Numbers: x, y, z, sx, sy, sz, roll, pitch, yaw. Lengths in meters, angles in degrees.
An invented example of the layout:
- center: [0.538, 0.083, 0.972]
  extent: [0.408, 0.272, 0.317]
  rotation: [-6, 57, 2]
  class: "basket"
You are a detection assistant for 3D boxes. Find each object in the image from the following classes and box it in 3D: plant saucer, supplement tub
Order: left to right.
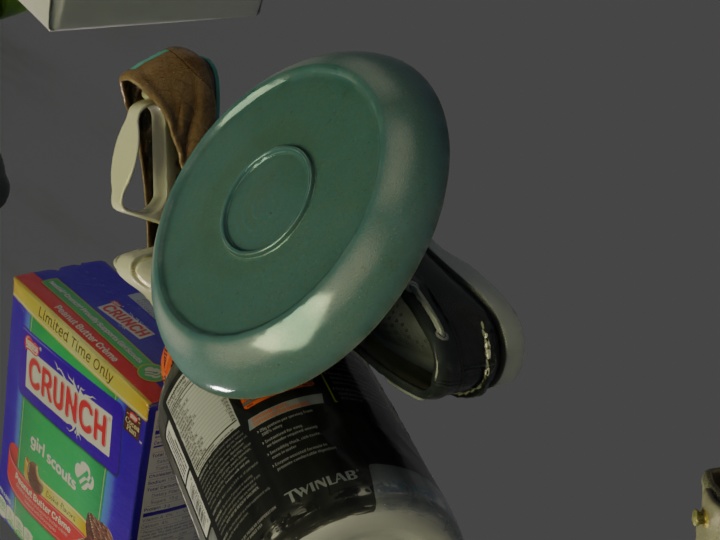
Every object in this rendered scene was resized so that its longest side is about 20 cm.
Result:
- center: [-0.042, -0.031, 0.814]
  extent: [0.200, 0.027, 0.200]
  rotation: [-24, 50, 31]
  class: "plant saucer"
- center: [-0.035, 0.103, 0.833]
  extent: [0.200, 0.122, 0.123]
  rotation: [-121, 38, -49]
  class: "supplement tub"

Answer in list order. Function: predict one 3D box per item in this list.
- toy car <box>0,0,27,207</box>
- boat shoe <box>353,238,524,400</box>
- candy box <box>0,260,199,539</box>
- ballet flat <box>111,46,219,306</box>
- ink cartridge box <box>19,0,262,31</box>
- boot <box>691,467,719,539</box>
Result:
- center: [-0.314, -0.122, 1.118]
  extent: [0.158, 0.164, 0.200]
  rotation: [20, 128, 46]
  class: "toy car"
- center: [0.000, 0.000, 0.834]
  extent: [0.200, 0.060, 0.076]
  rotation: [34, 125, 40]
  class: "boat shoe"
- center: [-0.169, 0.121, 1.060]
  extent: [0.169, 0.077, 0.200]
  rotation: [36, 125, 39]
  class: "candy box"
- center: [-0.116, -0.034, 0.956]
  extent: [0.068, 0.072, 0.200]
  rotation: [11, 109, 48]
  class: "ballet flat"
- center: [-0.157, -0.220, 0.893]
  extent: [0.200, 0.145, 0.083]
  rotation: [44, 130, 34]
  class: "ink cartridge box"
- center: [0.146, 0.156, 0.695]
  extent: [0.200, 0.072, 0.155]
  rotation: [17, 114, 41]
  class: "boot"
